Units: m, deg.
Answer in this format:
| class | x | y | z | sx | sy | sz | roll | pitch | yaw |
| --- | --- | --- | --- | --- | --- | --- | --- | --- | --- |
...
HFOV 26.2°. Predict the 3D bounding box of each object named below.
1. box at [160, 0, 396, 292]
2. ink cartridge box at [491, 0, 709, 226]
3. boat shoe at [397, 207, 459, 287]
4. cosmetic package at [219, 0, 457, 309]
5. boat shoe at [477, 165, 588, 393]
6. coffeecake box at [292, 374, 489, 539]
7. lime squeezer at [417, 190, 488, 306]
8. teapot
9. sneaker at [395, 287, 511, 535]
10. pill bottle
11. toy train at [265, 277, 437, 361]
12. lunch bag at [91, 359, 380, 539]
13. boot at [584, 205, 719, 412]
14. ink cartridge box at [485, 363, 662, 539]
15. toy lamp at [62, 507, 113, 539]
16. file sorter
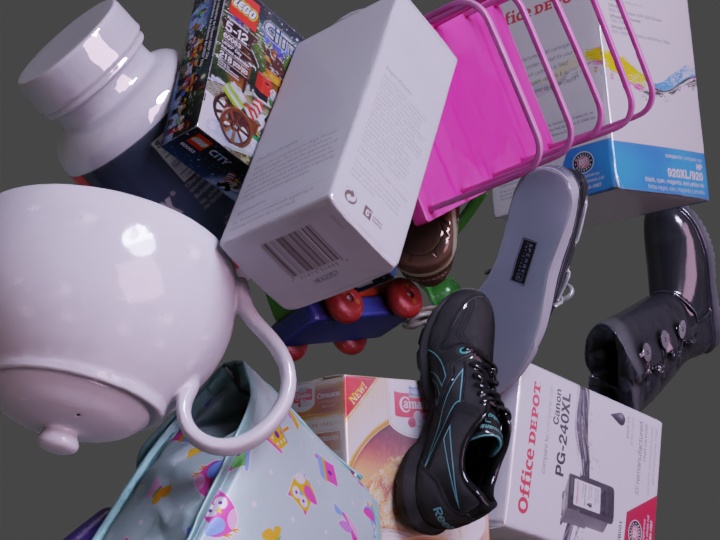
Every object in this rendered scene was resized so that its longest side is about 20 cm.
| class | x | y | z | sx | sy | sz | roll | pitch | yaw |
| --- | --- | --- | --- | --- | --- | --- | --- | --- | --- |
| box | -0.045 | -0.093 | 1.084 | 0.200 | 0.038 | 0.137 | 37 | 47 | -36 |
| ink cartridge box | 0.211 | -0.153 | 1.415 | 0.144 | 0.147 | 0.201 | 3 | 79 | -43 |
| boat shoe | 0.044 | -0.082 | 1.219 | 0.075 | 0.074 | 0.203 | 60 | 30 | -64 |
| cosmetic package | -0.010 | -0.080 | 1.007 | 0.074 | 0.101 | 0.201 | 46 | 44 | -28 |
| boat shoe | 0.136 | 0.009 | 1.272 | 0.068 | 0.073 | 0.200 | -4 | 111 | -60 |
| coffeecake box | 0.025 | 0.189 | 1.217 | 0.153 | 0.073 | 0.201 | 7 | 75 | -41 |
| lime squeezer | 0.084 | 0.005 | 1.323 | 0.038 | 0.070 | 0.201 | -93 | 174 | -49 |
| teapot | -0.171 | 0.046 | 0.984 | 0.197 | 0.200 | 0.147 | 27 | 60 | -37 |
| sneaker | 0.086 | 0.106 | 1.190 | 0.075 | 0.079 | 0.201 | 27 | 61 | -35 |
| pill bottle | -0.143 | -0.085 | 1.091 | 0.200 | 0.119 | 0.120 | 50 | 52 | -22 |
| toy train | 0.000 | 0.000 | 1.243 | 0.199 | 0.085 | 0.116 | -3 | 66 | -48 |
| lunch bag | -0.075 | 0.181 | 1.036 | 0.170 | 0.122 | 0.200 | 48 | 45 | -26 |
| boot | 0.271 | 0.033 | 1.480 | 0.200 | 0.065 | 0.166 | -25 | 99 | -45 |
| ink cartridge box | 0.167 | 0.177 | 1.344 | 0.200 | 0.083 | 0.146 | 24 | 65 | -38 |
| toy lamp | -0.210 | 0.240 | 1.002 | 0.058 | 0.058 | 0.200 | 52 | 54 | -22 |
| file sorter | 0.114 | -0.141 | 1.148 | 0.200 | 0.125 | 0.140 | -28 | 97 | -50 |
